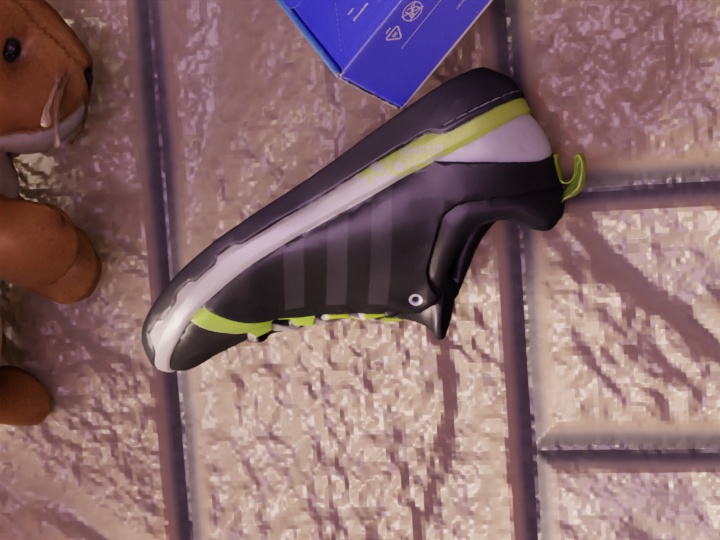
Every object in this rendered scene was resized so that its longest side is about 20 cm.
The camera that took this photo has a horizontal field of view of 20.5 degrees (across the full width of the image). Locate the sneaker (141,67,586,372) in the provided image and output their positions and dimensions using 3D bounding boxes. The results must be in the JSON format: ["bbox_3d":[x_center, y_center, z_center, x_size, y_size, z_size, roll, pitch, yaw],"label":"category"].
[{"bbox_3d":[0.000,0.000,0.803,0.199,0.072,0.083,-34,88,18],"label":"sneaker"}]

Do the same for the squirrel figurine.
[{"bbox_3d":[-0.203,-0.038,0.829,0.198,0.141,0.189,15,94,12],"label":"squirrel figurine"}]

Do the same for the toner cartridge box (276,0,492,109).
[{"bbox_3d":[0.044,-0.170,0.763,0.200,0.043,0.095,-49,50,16],"label":"toner cartridge box"}]
